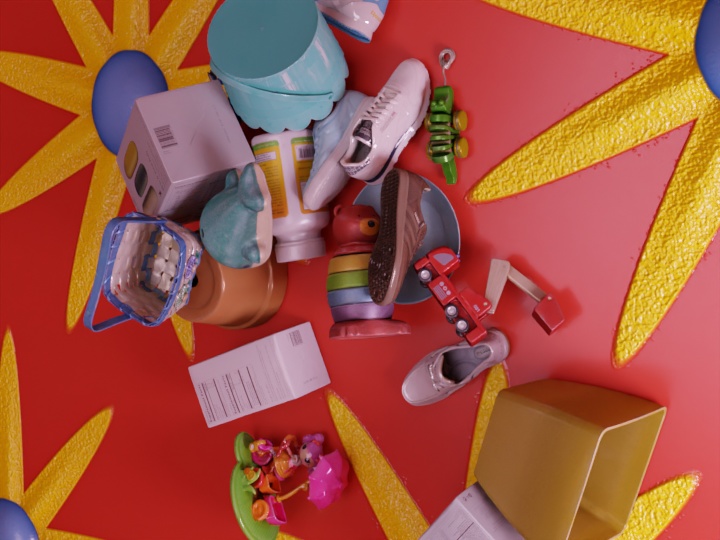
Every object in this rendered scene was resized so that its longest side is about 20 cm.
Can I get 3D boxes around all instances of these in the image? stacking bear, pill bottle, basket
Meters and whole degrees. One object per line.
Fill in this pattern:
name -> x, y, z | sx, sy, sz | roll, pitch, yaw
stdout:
stacking bear -> 0.000, 0.000, 1.443 | 0.113, 0.120, 0.203 | 162, 106, -66
pill bottle -> -0.108, -0.119, 1.532 | 0.110, 0.111, 0.203 | -6, 93, 31
basket -> -0.336, -0.005, 1.467 | 0.138, 0.199, 0.178 | 28, 111, 24

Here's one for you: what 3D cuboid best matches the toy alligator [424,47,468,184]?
toy alligator -> 0.121, -0.228, 1.414 | 0.059, 0.054, 0.203 | 0, 96, 30

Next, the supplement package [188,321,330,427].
supplement package -> -0.172, 0.175, 1.606 | 0.198, 0.113, 0.111 | -22, 87, 30

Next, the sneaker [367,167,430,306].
sneaker -> 0.065, -0.045, 1.386 | 0.070, 0.075, 0.203 | -2, 78, 57

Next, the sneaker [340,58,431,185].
sneaker -> 0.038, -0.228, 1.434 | 0.076, 0.080, 0.202 | 27, 94, 38

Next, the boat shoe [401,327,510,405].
boat shoe -> 0.131, 0.149, 1.447 | 0.199, 0.069, 0.071 | -36, 79, 29

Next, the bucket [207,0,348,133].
bucket -> -0.129, -0.325, 1.449 | 0.204, 0.135, 0.210 | -6, 65, 13

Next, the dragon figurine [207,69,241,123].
dragon figurine -> -0.193, -0.298, 1.591 | 0.098, 0.059, 0.203 | -11, 89, 32

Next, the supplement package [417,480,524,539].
supplement package -> 0.203, 0.414, 1.367 | 0.200, 0.190, 0.148 | 46, 117, 18

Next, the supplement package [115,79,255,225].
supplement package -> -0.291, -0.181, 1.563 | 0.153, 0.149, 0.200 | 64, 150, 11

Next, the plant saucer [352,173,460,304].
plant saucer -> 0.071, -0.051, 1.477 | 0.198, 0.039, 0.204 | 5, 99, 31

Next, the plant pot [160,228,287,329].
plant pot -> -0.241, 0.009, 1.612 | 0.198, 0.139, 0.203 | 5, 99, 29

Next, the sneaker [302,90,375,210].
sneaker -> -0.046, -0.190, 1.486 | 0.081, 0.074, 0.202 | 27, 79, 23

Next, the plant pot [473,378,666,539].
plant pot -> 0.273, 0.254, 1.314 | 0.175, 0.199, 0.203 | 26, 109, 37

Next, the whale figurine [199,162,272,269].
whale figurine -> -0.189, -0.082, 1.457 | 0.200, 0.102, 0.161 | 122, 134, -62

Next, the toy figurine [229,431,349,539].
toy figurine -> -0.107, 0.339, 1.604 | 0.182, 0.150, 0.202 | -23, 60, 17

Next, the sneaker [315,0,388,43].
sneaker -> -0.042, -0.430, 1.484 | 0.199, 0.076, 0.081 | 35, 95, 22

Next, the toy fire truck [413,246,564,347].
toy fire truck -> 0.184, 0.032, 1.377 | 0.140, 0.049, 0.201 | -35, 75, -2
